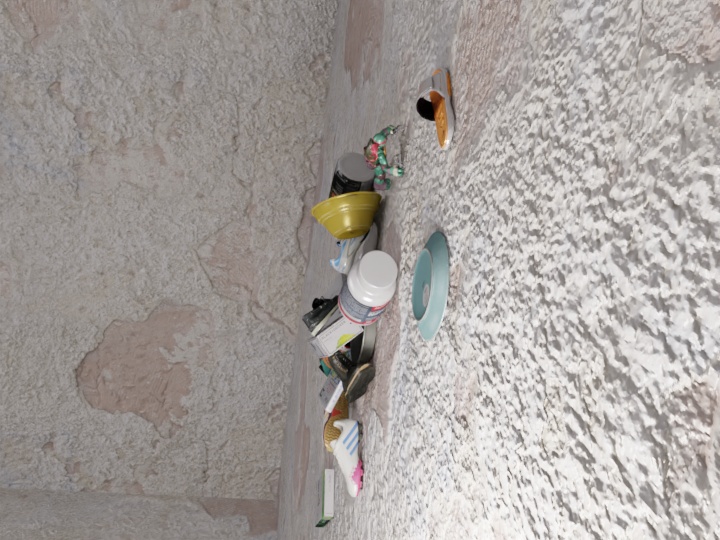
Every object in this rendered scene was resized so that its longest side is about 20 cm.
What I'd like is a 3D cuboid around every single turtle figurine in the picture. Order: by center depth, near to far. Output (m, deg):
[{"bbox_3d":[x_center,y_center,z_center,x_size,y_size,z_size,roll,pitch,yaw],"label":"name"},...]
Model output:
[{"bbox_3d":[0.055,-0.286,1.607,0.201,0.098,0.153,106,167,-67],"label":"turtle figurine"}]

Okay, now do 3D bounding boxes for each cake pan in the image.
[{"bbox_3d":[0.008,0.156,1.768,0.200,0.036,0.206,-174,90,-80],"label":"cake pan"}]

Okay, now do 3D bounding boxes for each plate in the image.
[{"bbox_3d":[0.124,0.028,1.228,0.200,0.025,0.205,-173,90,-80],"label":"plate"},{"bbox_3d":[0.000,0.000,1.798,0.200,0.032,0.203,116,174,-60],"label":"plate"}]

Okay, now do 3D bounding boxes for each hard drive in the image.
[{"bbox_3d":[-0.074,0.117,1.959,0.133,0.026,0.202,-55,27,33],"label":"hard drive"}]

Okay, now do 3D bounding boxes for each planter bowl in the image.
[{"bbox_3d":[-0.030,-0.136,1.764,0.200,0.196,0.085,131,128,-72],"label":"planter bowl"}]

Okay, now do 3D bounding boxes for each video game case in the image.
[{"bbox_3d":[-0.065,0.314,1.945,0.185,0.022,0.200,-62,9,-5],"label":"video game case"}]

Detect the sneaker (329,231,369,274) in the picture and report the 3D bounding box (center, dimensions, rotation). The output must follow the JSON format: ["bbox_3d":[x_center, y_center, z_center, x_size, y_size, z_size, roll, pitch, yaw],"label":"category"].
[{"bbox_3d":[-0.022,-0.090,1.859,0.203,0.071,0.072,-62,-4,-12],"label":"sneaker"}]

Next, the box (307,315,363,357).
[{"bbox_3d":[-0.070,0.173,1.743,0.061,0.116,0.200,55,165,1],"label":"box"}]

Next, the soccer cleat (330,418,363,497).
[{"bbox_3d":[-0.039,0.484,1.709,0.070,0.084,0.204,111,162,-54],"label":"soccer cleat"}]

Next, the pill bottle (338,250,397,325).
[{"bbox_3d":[0.020,0.039,1.539,0.201,0.117,0.122,116,158,-63],"label":"pill bottle"}]

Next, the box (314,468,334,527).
[{"bbox_3d":[-0.117,0.744,2.150,0.201,0.035,0.147,110,162,-59],"label":"box"}]

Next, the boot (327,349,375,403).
[{"bbox_3d":[-0.036,0.246,1.691,0.140,0.076,0.201,57,152,20],"label":"boot"}]

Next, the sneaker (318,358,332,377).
[{"bbox_3d":[-0.094,0.267,2.103,0.071,0.079,0.203,-46,-23,-47],"label":"sneaker"}]

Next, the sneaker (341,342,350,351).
[{"bbox_3d":[-0.036,0.148,1.970,0.107,0.066,0.206,-20,51,59],"label":"sneaker"}]

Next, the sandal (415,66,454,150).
[{"bbox_3d":[0.137,-0.315,1.249,0.080,0.058,0.210,108,164,-48],"label":"sandal"}]

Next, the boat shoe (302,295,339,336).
[{"bbox_3d":[-0.103,0.103,1.752,0.075,0.066,0.200,-51,0,32],"label":"boat shoe"}]

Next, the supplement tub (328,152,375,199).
[{"bbox_3d":[-0.030,-0.239,1.964,0.202,0.119,0.125,110,163,-51],"label":"supplement tub"}]

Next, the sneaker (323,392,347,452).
[{"bbox_3d":[-0.077,0.455,1.989,0.091,0.073,0.204,115,167,-55],"label":"sneaker"}]
